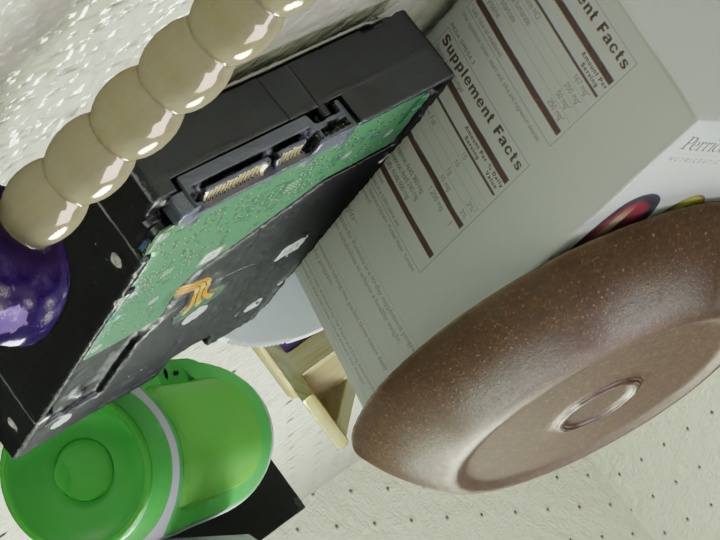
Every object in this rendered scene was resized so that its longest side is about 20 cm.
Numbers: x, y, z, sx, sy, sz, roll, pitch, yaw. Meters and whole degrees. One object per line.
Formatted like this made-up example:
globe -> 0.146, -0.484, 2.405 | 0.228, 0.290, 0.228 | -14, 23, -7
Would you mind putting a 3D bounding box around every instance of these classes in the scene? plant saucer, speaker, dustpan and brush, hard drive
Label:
plant saucer -> 0.093, 0.044, 0.643 | 0.200, 0.037, 0.201 | -23, 157, -10
speaker -> -0.104, 0.091, 0.760 | 0.088, 0.089, 0.200 | -39, 171, 9
dustpan and brush -> 0.000, 0.000, 0.812 | 0.139, 0.057, 0.200 | -39, 172, 7
hard drive -> -0.063, -0.010, 0.578 | 0.140, 0.038, 0.200 | -31, 171, -37

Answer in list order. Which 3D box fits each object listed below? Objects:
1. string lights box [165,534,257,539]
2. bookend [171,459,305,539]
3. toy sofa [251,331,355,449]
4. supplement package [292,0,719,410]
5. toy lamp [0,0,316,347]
string lights box -> -0.142, 0.164, 0.726 | 0.199, 0.059, 0.103 | -1, 177, -14
bookend -> -0.181, 0.245, 1.289 | 0.199, 0.092, 0.200 | -40, 173, 28
toy sofa -> 0.026, 0.009, 0.963 | 0.200, 0.098, 0.083 | -36, 149, -4
supplement package -> 0.074, -0.040, 0.633 | 0.114, 0.110, 0.200 | -4, 147, -45
toy lamp -> -0.033, -0.058, 0.372 | 0.200, 0.058, 0.058 | -42, 171, 23
